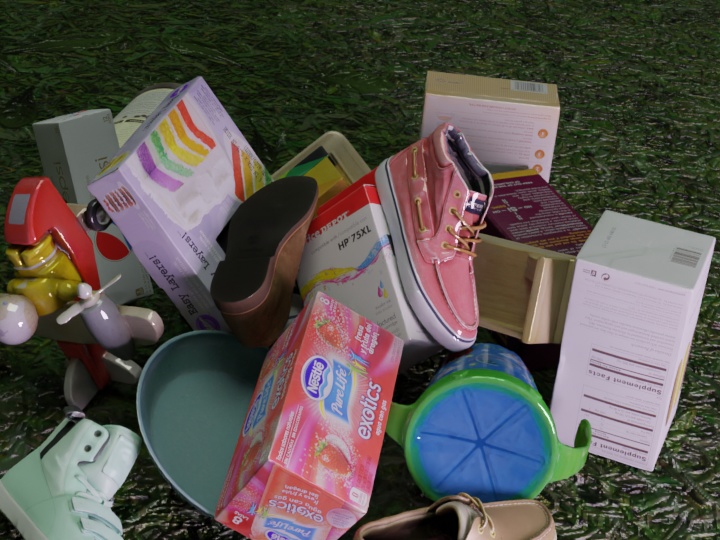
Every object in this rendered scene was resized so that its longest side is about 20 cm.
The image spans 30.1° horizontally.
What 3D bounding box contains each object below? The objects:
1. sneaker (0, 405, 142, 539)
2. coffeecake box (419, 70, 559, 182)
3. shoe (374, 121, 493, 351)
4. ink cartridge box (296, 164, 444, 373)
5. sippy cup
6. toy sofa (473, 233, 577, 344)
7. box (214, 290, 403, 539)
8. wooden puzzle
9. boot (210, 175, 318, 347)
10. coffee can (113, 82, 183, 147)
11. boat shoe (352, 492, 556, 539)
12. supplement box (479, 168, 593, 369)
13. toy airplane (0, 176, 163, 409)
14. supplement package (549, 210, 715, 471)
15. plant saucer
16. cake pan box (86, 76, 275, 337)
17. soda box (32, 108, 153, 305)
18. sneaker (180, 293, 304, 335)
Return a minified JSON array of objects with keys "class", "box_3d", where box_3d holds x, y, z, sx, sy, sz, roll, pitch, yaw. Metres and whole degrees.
[{"class":"sneaker","box_3d":[-0.209,0.185,1.070,0.200,0.074,0.118,32,75,40]},{"class":"coffeecake box","box_3d":[0.141,-0.118,1.553,0.152,0.202,0.073,6,29,2]},{"class":"shoe","box_3d":[0.082,-0.033,1.222,0.071,0.091,0.202,7,57,-48]},{"class":"ink cartridge box","box_3d":[0.000,0.000,1.281,0.067,0.116,0.202,9,57,-48]},{"class":"sippy cup","box_3d":[0.110,0.132,1.210,0.178,0.139,0.130,47,18,-10]},{"class":"toy sofa","box_3d":[0.114,0.009,1.301,0.199,0.084,0.097,16,7,35]},{"class":"box","box_3d":[-0.041,0.131,1.132,0.094,0.103,0.201,30,41,-13]},{"class":"wooden puzzle","box_3d":[-0.074,-0.073,1.491,0.184,0.037,0.200,-38,28,3]},{"class":"boot","box_3d":[-0.084,-0.011,1.250,0.073,0.076,0.201,-1,41,22]},{"class":"coffee can","box_3d":[-0.246,-0.112,1.541,0.145,0.148,0.200,11,31,10]},{"class":"boat shoe","box_3d":[0.079,0.222,1.101,0.198,0.067,0.074,-13,35,-27]},{"class":"supplement box","box_3d":[0.180,-0.005,1.439,0.102,0.132,0.200,-8,32,-18]},{"class":"toy airplane","box_3d":[-0.284,0.040,1.236,0.199,0.200,0.141,46,39,11]},{"class":"supplement package","box_3d":[0.253,0.066,1.258,0.109,0.202,0.114,16,33,18]},{"class":"plant saucer","box_3d":[-0.111,0.145,1.169,0.199,0.036,0.201,22,43,-22]},{"class":"cake pan box","box_3d":[-0.148,-0.056,1.271,0.052,0.201,0.185,-20,23,35]},{"class":"soda box","box_3d":[-0.278,-0.063,1.395,0.063,0.202,0.068,-21,16,-35]},{"class":"sneaker","box_3d":[-0.118,0.022,1.360,0.199,0.072,0.073,8,23,37]}]
